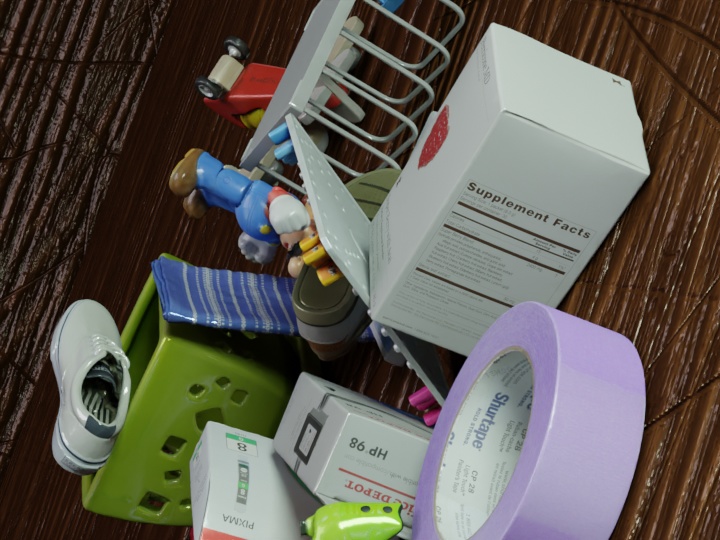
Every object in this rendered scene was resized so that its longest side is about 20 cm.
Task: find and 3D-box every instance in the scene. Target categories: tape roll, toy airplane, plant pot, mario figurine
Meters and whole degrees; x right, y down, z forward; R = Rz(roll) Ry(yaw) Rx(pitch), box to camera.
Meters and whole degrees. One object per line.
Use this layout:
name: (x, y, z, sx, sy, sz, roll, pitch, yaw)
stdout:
tape roll: (0.106, 0.124, 1.330, 0.200, 0.066, 0.200, -57, 19, 33)
toy airplane: (-0.068, -0.175, 2.221, 0.200, 0.141, 0.199, -27, 40, 10)
plant pot: (-0.143, 0.129, 1.938, 0.200, 0.181, 0.199, -105, 39, -64)
mario figurine: (-0.083, -0.036, 1.876, 0.123, 0.200, 0.106, -25, -48, -61)

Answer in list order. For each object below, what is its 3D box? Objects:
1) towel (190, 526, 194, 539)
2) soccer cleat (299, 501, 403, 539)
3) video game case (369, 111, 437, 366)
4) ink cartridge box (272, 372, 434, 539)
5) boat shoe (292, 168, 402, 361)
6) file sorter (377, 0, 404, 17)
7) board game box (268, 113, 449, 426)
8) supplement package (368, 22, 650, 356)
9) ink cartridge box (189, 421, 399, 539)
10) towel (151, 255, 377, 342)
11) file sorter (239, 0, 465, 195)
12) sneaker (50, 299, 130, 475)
towel: (-0.064, 0.241, 1.635, 0.200, 0.145, 0.023, -104, 1, -65)
soccer cleat: (0.011, 0.242, 1.424, 0.068, 0.081, 0.200, -90, -9, -54)
video game case: (0.050, -0.032, 1.798, 0.182, 0.022, 0.200, -65, 16, 14)
ink cartridge box: (0.016, 0.142, 1.513, 0.067, 0.116, 0.200, -67, 16, 2)
boat shoe: (-0.005, -0.007, 1.762, 0.068, 0.075, 0.200, 82, -151, -42)
file sorter: (0.051, -0.374, 1.968, 0.200, 0.123, 0.139, -59, 9, -27)
board game box: (0.000, 0.000, 1.587, 0.026, 0.200, 0.200, -31, 33, 8)
supplement package: (0.101, -0.051, 1.468, 0.200, 0.120, 0.121, -59, 18, 32)
ink cartridge box: (-0.046, 0.200, 1.559, 0.200, 0.161, 0.050, -106, 36, -65)
towel: (-0.086, 0.027, 1.850, 0.145, 0.200, 0.024, -118, 36, -70)
file sorter: (-0.002, -0.172, 1.921, 0.139, 0.124, 0.200, -41, 22, 59)
sneaker: (-0.235, 0.093, 1.852, 0.071, 0.073, 0.200, -47, 33, 32)
